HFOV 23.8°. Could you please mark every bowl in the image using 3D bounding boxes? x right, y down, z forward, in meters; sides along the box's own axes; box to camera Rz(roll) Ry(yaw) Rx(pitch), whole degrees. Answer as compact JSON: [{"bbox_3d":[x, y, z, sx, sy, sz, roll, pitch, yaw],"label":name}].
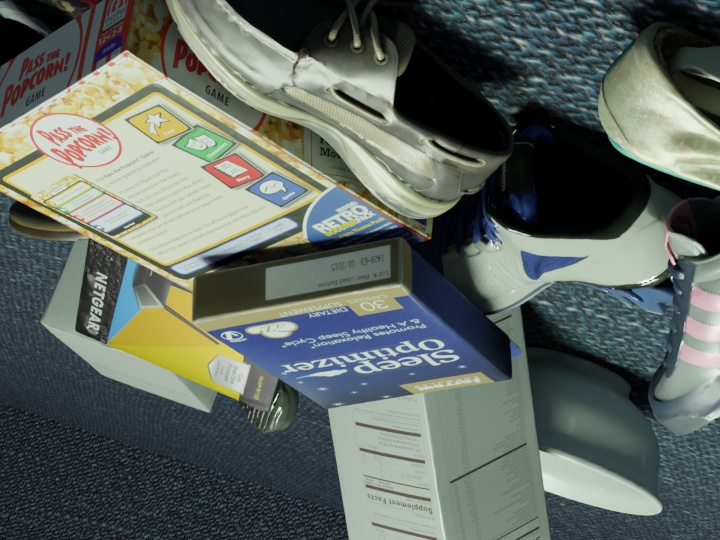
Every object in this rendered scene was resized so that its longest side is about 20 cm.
[{"bbox_3d":[0.159,0.121,1.379,0.200,0.091,0.201,19,168,4],"label":"bowl"}]

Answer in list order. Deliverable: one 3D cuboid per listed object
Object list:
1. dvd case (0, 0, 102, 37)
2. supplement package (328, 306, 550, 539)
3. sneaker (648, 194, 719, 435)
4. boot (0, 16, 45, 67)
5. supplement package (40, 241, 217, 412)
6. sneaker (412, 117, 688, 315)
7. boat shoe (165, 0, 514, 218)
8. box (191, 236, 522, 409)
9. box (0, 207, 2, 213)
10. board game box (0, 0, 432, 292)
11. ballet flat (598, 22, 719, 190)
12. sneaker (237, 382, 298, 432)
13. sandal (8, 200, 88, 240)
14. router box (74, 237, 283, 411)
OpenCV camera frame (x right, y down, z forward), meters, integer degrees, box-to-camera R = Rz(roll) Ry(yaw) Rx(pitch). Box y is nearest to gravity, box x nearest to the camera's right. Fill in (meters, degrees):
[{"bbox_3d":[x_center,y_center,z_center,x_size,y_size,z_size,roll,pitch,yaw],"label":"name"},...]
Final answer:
[{"bbox_3d":[-0.149,-0.142,0.932,0.145,0.022,0.200,22,166,-7],"label":"dvd case"},{"bbox_3d":[0.054,0.122,1.248,0.113,0.201,0.109,-19,-163,-39],"label":"supplement package"},{"bbox_3d":[0.174,0.003,0.826,0.082,0.070,0.200,25,136,-3],"label":"sneaker"},{"bbox_3d":[-0.117,-0.076,0.940,0.161,0.074,0.198,4,157,22],"label":"boot"},{"bbox_3d":[-0.180,0.035,1.487,0.116,0.118,0.200,19,168,10],"label":"supplement package"},{"bbox_3d":[0.089,-0.034,0.909,0.199,0.081,0.115,-1,153,41],"label":"sneaker"},{"bbox_3d":[-0.004,-0.103,0.797,0.073,0.075,0.200,-26,133,37],"label":"boat shoe"},{"bbox_3d":[0.007,0.038,0.952,0.120,0.033,0.200,-11,157,22],"label":"box"},{"bbox_3d":[-0.287,-0.101,1.137,0.111,0.035,0.200,62,169,7],"label":"box"},{"bbox_3d":[-0.083,-0.053,0.861,0.151,0.047,0.200,-21,141,40],"label":"board game box"},{"bbox_3d":[0.196,-0.048,0.705,0.199,0.068,0.063,18,140,-1],"label":"ballet flat"},{"bbox_3d":[-0.053,0.042,1.279,0.088,0.201,0.074,11,128,-22],"label":"sneaker"},{"bbox_3d":[-0.159,-0.059,1.192,0.199,0.055,0.082,-3,-162,32],"label":"sandal"},{"bbox_3d":[-0.102,-0.011,1.114,0.148,0.051,0.201,22,136,4],"label":"router box"}]
